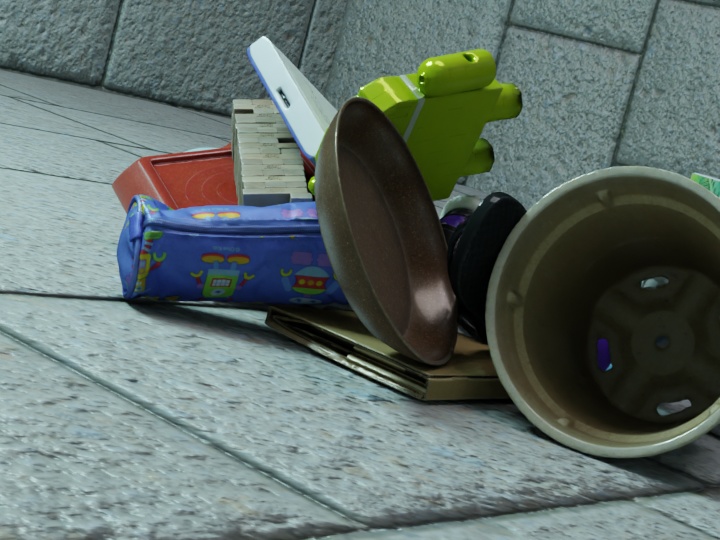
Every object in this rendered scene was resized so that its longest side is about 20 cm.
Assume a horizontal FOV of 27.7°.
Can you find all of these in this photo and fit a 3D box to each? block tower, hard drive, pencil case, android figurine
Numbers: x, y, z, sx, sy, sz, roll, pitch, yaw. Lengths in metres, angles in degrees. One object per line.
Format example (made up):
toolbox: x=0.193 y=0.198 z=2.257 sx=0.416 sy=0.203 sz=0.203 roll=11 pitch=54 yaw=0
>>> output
block tower: x=-0.078 y=-0.084 z=1.230 sx=0.057 sy=0.055 sz=0.201 roll=-2 pitch=30 yaw=-9
hard drive: x=-0.020 y=-0.107 z=1.275 sx=0.133 sy=0.025 sz=0.200 roll=60 pitch=10 yaw=31
pencil case: x=-0.084 y=-0.016 z=1.101 sx=0.197 sy=0.079 sz=0.087 roll=1 pitch=-33 yaw=-13
android figurine: x=0.042 y=-0.102 z=1.179 sx=0.198 sy=0.183 sz=0.041 roll=-13 pitch=53 yaw=-40

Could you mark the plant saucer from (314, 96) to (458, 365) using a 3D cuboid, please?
plant saucer: x=0.015 y=-0.024 z=1.055 sx=0.036 sy=0.203 sz=0.200 roll=-17 pitch=-4 yaw=20

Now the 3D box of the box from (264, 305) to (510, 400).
box: x=0.047 y=0.064 z=1.137 sx=0.162 sy=0.022 sz=0.199 roll=21 pitch=10 yaw=37

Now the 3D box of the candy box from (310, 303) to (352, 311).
candy box: x=0.000 y=0.000 z=1.355 sx=0.135 sy=0.062 sz=0.200 roll=16 pitch=8 yaw=18

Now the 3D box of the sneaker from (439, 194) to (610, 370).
sneaker: x=0.128 y=0.036 z=1.245 sx=0.200 sy=0.070 sz=0.100 roll=43 pitch=39 yaw=-7

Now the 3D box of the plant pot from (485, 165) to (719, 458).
plant pot: x=0.211 y=0.042 z=1.088 sx=0.198 sy=0.203 sz=0.183 roll=18 pitch=-3 yaw=23

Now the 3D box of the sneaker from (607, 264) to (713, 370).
sneaker: x=0.248 y=0.039 z=1.269 sx=0.074 sy=0.088 sz=0.200 roll=-23 pitch=-9 yaw=-15

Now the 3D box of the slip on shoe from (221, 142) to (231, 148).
slip on shoe: x=-0.179 y=-0.153 z=2.145 sx=0.060 sy=0.075 sz=0.200 roll=-20 pitch=17 yaw=-1

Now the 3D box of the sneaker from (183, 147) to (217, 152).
sneaker: x=-0.158 y=-0.131 z=1.946 sx=0.198 sy=0.075 sz=0.082 roll=12 pitch=11 yaw=-30

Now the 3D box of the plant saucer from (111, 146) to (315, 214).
plant saucer: x=-0.099 y=-0.059 z=1.275 sx=0.197 sy=0.037 sz=0.200 roll=-8 pitch=32 yaw=-22

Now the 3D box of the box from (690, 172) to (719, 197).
box: x=0.334 y=0.009 z=1.445 sx=0.036 sy=0.203 sz=0.144 roll=17 pitch=7 yaw=-8

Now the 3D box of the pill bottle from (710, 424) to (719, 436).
pill bottle: x=0.357 y=0.046 z=1.220 sx=0.114 sy=0.203 sz=0.116 roll=15 pitch=7 yaw=-2

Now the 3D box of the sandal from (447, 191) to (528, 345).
sandal: x=0.093 y=0.001 z=1.106 sx=0.048 sy=0.075 sz=0.201 roll=39 pitch=-15 yaw=27
